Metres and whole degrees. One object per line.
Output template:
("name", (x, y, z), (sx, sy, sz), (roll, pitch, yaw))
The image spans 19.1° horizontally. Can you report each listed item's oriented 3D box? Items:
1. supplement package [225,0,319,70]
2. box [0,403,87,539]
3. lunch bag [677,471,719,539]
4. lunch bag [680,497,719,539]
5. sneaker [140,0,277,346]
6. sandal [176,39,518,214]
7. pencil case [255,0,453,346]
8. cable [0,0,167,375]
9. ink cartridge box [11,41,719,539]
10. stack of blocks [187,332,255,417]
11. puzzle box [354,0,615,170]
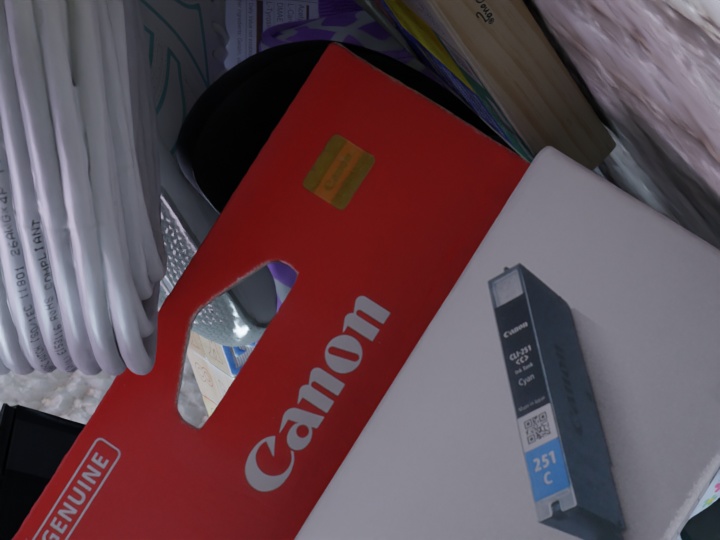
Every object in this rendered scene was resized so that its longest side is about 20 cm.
("supplement package", (-0.108, -0.060, 0.865), (0.199, 0.110, 0.114), (3, 177, -24))
("box", (-0.039, 0.133, 0.709), (0.199, 0.046, 0.159), (18, -149, -12))
("lunch bag", (0.066, 0.040, 0.912), (0.170, 0.127, 0.200), (54, 180, 32))
("lunch bag", (0.202, 0.147, 0.718), (0.160, 0.077, 0.200), (46, 180, -36))
("sneaker", (-0.074, -0.069, 0.769), (0.201, 0.080, 0.070), (61, 150, -1))
("sandal", (0.033, -0.021, 0.741), (0.200, 0.076, 0.043), (21, -171, -24))
("pencil case", (0.000, 0.000, 0.808), (0.086, 0.084, 0.201), (-89, 2, -72))
("cable", (-0.099, -0.066, 0.624), (0.200, 0.069, 0.201), (-101, 5, -52))
("ink cartridge box", (0.007, 0.051, 0.639), (0.176, 0.200, 0.045), (32, 178, 12))
("stack of blocks", (-0.029, 0.006, 1.026), (0.059, 0.115, 0.201), (27, 139, 58))
("puzzle box", (-0.001, -0.114, 0.651), (0.133, 0.025, 0.200), (47, 179, 38))
